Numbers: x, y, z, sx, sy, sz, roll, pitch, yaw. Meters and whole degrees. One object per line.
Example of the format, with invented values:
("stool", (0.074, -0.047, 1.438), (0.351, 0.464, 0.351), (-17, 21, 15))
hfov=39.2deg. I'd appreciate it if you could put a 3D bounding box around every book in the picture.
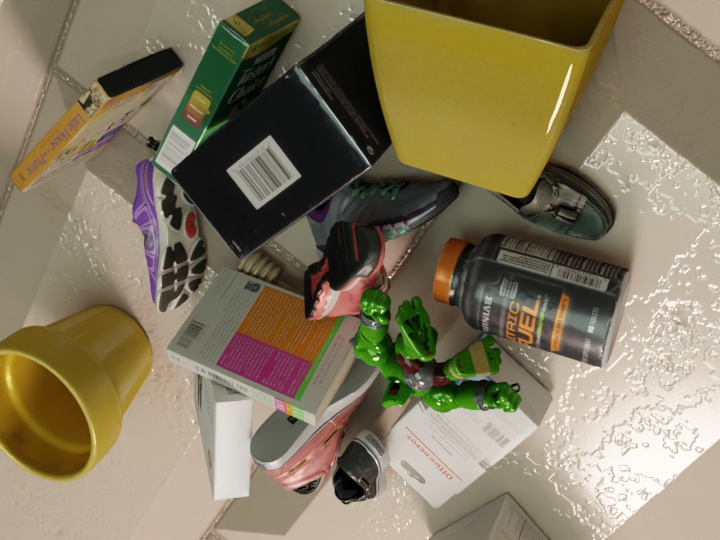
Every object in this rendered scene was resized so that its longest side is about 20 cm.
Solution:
("book", (-0.109, 0.085, 1.186), (0.197, 0.134, 0.048), (22, 146, 17))

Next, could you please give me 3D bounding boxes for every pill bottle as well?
("pill bottle", (0.177, 0.024, 1.072), (0.197, 0.106, 0.108), (16, 122, 18))

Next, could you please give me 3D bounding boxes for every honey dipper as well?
("honey dipper", (-0.062, 0.043, 1.248), (0.199, 0.038, 0.038), (36, 126, 0))

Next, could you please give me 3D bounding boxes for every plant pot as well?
("plant pot", (-0.382, 0.147, 1.363), (0.197, 0.189, 0.204), (12, 121, 21))
("plant pot", (0.122, -0.190, 0.942), (0.197, 0.201, 0.179), (19, 132, 16))

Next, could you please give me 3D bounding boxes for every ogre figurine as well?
("ogre figurine", (0.065, 0.096, 1.088), (0.197, 0.100, 0.120), (17, 154, -22))

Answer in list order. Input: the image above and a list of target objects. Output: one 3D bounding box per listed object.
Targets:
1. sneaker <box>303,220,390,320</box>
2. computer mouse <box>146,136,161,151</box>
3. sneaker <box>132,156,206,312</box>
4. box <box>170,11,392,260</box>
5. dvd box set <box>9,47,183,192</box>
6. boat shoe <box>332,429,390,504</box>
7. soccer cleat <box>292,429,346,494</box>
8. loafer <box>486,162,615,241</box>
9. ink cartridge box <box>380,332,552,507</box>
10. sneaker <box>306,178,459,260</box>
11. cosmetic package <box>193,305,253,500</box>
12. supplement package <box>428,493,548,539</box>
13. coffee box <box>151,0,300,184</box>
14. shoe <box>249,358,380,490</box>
("sneaker", (0.000, 0.000, 1.106), (0.085, 0.075, 0.200), (3, 160, -19))
("computer mouse", (-0.165, -0.116, 1.196), (0.198, 0.059, 0.034), (28, 95, 5))
("sneaker", (-0.247, -0.047, 1.278), (0.083, 0.080, 0.204), (19, 117, 35))
("box", (-0.054, -0.142, 1.040), (0.199, 0.199, 0.124), (-31, 104, 35))
("dvd box set", (-0.308, -0.176, 1.181), (0.199, 0.146, 0.030), (-35, 97, 36))
("boat shoe", (-0.006, 0.259, 1.261), (0.070, 0.066, 0.201), (45, 160, 12))
("soccer cleat", (-0.042, 0.187, 1.299), (0.067, 0.073, 0.203), (22, 105, 14))
("loafer", (0.168, -0.084, 1.045), (0.198, 0.063, 0.072), (33, 126, 7))
("ink cartridge box", (0.119, 0.182, 1.208), (0.116, 0.068, 0.200), (43, 126, 2))
("sneaker", (0.013, -0.076, 1.123), (0.198, 0.074, 0.089), (-22, 100, 34))
("cosmetic package", (-0.175, 0.161, 1.272), (0.051, 0.201, 0.153), (-5, 122, -14))
("supplement package", (0.176, 0.424, 1.258), (0.200, 0.151, 0.151), (48, 125, -4))
("coffee box", (-0.148, -0.196, 1.106), (0.044, 0.123, 0.201), (38, 125, 4))
("shoe", (-0.043, 0.176, 1.226), (0.071, 0.200, 0.091), (37, 165, 36))
